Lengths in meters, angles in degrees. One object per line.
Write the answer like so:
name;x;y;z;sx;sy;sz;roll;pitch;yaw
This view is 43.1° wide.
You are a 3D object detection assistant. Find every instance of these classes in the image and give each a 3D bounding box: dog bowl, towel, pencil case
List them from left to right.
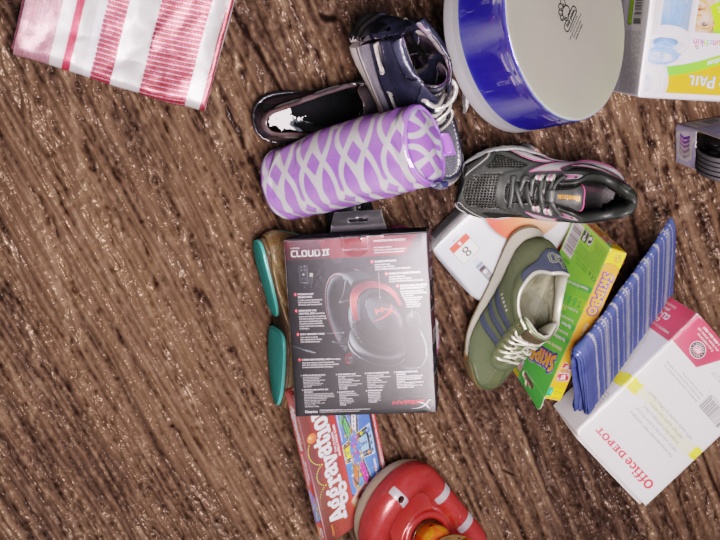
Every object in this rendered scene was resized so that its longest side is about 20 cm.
towel;-0.233;-0.256;0.910;0.197;0.023;0.146;15;103;-14
pencil case;-0.007;-0.106;0.905;0.198;0.085;0.085;-9;98;34
dog bowl;0.176;-0.243;0.906;0.198;0.078;0.204;0;89;-42
towel;0.293;0.055;1.019;0.200;0.024;0.145;-49;147;-19

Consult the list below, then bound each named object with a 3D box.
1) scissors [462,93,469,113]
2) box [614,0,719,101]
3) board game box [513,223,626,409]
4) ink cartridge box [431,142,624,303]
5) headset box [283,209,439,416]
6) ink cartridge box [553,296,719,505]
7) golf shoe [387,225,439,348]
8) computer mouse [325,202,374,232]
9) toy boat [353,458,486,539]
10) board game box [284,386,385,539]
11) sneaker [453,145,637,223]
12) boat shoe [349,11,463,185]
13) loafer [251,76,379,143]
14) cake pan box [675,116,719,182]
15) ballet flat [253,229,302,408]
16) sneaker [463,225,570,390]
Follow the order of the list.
scissors;0.112;-0.275;0.972;0.072;0.014;0.203;13;104;-16
box;0.373;-0.241;0.980;0.197;0.101;0.114;0;106;-10
board game box;0.227;0.049;1.016;0.030;0.096;0.202;15;111;-18
ink cartridge box;0.194;-0.017;1.040;0.162;0.050;0.200;-44;105;4
headset box;0.003;0.040;0.934;0.146;0.075;0.204;-4;96;7
ink cartridge box;0.355;0.156;1.099;0.200;0.083;0.145;-44;108;4
golf shoe;0.050;0.051;1.031;0.091;0.075;0.204;-1;96;-47
computer mouse;0.000;0.000;0.981;0.058;0.034;0.203;-16;87;29
toy boat;0.086;0.316;1.058;0.131;0.130;0.201;-46;113;-20
board game box;-0.022;0.206;1.048;0.102;0.019;0.203;-25;117;-31
sneaker;0.199;-0.087;0.953;0.197;0.086;0.082;-3;105;-9
boat shoe;0.065;-0.162;0.907;0.075;0.092;0.201;-43;119;-14
loafer;-0.014;-0.164;0.953;0.197;0.063;0.073;-9;107;-8
cake pan box;0.465;-0.135;0.984;0.197;0.184;0.053;-10;108;-8
ballet flat;-0.072;0.052;1.011;0.071;0.068;0.203;-11;103;-21
sneaker;0.174;0.060;1.005;0.066;0.090;0.203;5;115;-24
